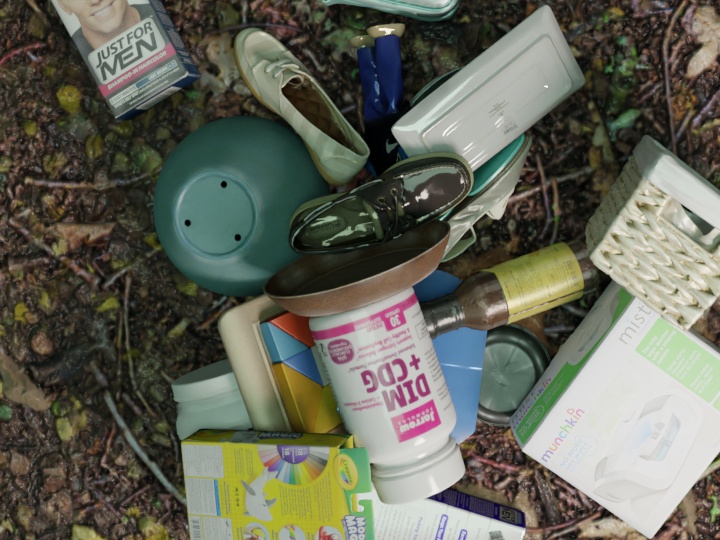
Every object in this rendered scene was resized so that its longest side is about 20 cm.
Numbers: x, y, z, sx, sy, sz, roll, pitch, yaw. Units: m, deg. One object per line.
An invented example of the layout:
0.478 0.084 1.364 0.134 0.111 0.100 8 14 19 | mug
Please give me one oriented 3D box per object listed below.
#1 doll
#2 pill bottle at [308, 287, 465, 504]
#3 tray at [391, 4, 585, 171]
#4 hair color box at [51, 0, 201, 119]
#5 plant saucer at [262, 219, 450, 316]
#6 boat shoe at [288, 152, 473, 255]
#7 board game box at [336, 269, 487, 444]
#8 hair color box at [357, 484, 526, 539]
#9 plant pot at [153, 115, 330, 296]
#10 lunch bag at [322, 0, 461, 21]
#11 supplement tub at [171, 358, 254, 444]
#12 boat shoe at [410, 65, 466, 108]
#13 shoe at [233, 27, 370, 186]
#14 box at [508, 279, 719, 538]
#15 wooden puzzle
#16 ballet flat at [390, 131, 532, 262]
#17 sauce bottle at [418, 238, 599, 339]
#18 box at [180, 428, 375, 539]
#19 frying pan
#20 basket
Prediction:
0.033 -0.153 1.183 0.048 0.136 0.203 -9 90 -30 | doll
0.031 0.123 1.130 0.112 0.113 0.202 -19 96 9 | pill bottle
0.135 -0.165 1.132 0.199 0.022 0.108 -38 128 1 | tray
-0.268 -0.277 1.228 0.099 0.061 0.202 -28 92 9 | hair color box
0.000 0.000 1.125 0.198 0.200 0.035 -16 104 9 | plant saucer
0.020 -0.056 1.120 0.198 0.065 0.074 -22 111 14 | boat shoe
0.053 0.098 1.215 0.156 0.039 0.203 7 88 -13 | board game box
0.076 0.300 1.254 0.197 0.065 0.111 17 98 7 | hair color box
-0.138 -0.065 1.200 0.197 0.135 0.203 1 97 7 | plant pot
0.022 -0.349 1.174 0.197 0.077 0.163 14 100 5 | lunch bag
-0.120 0.201 1.227 0.138 0.140 0.203 -15 95 9 | supplement tub
0.131 -0.194 1.189 0.198 0.057 0.069 -27 93 9 | boat shoe
-0.060 -0.184 1.201 0.070 0.053 0.201 -39 92 -32 | shoe
0.286 0.140 1.181 0.176 0.097 0.201 35 100 -9 | box
-0.041 0.100 1.195 0.037 0.199 0.187 -14 97 49 | wooden puzzle
0.118 -0.067 1.212 0.200 0.068 0.064 -42 118 11 | ballet flat
0.150 0.024 1.182 0.198 0.065 0.066 -18 95 -11 | sauce bottle
-0.077 0.220 1.117 0.197 0.048 0.119 0 100 21 | box
0.121 0.128 1.247 0.188 0.031 0.116 -18 93 6 | frying pan
0.304 -0.041 1.117 0.135 0.200 0.124 37 105 1 | basket
